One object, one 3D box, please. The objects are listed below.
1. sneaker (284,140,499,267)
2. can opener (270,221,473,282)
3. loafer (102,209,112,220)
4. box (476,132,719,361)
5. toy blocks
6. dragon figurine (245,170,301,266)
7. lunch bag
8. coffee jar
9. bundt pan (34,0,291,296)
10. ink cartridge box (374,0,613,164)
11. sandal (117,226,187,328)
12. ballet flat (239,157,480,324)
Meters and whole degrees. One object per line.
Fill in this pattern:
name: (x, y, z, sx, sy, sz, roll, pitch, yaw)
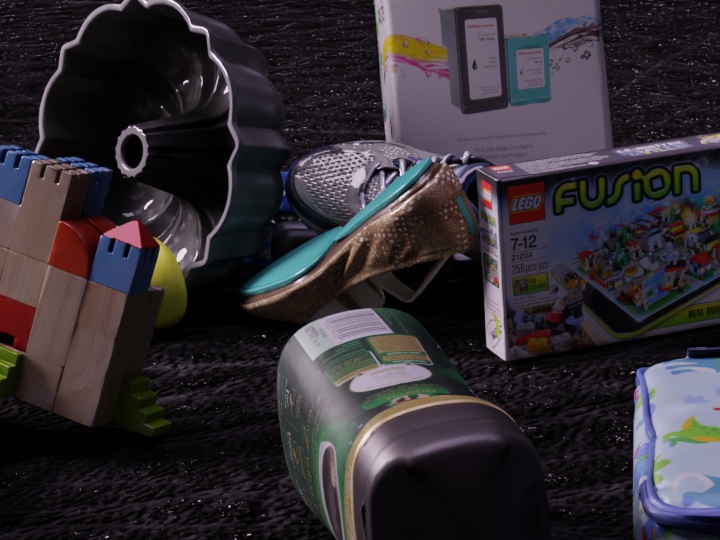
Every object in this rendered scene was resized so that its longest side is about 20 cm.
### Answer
sneaker: (0.051, -0.046, 1.575, 0.198, 0.078, 0.085, 11, -15, 3)
can opener: (0.043, -0.028, 1.643, 0.198, 0.067, 0.053, 1, 11, -7)
loafer: (-0.249, -0.022, 1.693, 0.199, 0.076, 0.069, -14, 14, -31)
box: (0.168, -0.018, 1.500, 0.199, 0.111, 0.035, -10, 17, -16)
toy blocks: (-0.183, -0.006, 1.395, 0.199, 0.138, 0.100, 20, 10, 18)
dragon figurine: (-0.056, -0.038, 1.725, 0.099, 0.059, 0.200, -13, 17, -28)
lunch bag: (0.201, 0.098, 1.140, 0.159, 0.083, 0.200, 0, 17, 7)
coffee jar: (0.023, 0.091, 1.166, 0.085, 0.105, 0.200, -10, 17, -11)
bundt pan: (-0.120, -0.075, 1.645, 0.201, 0.204, 0.075, 11, 7, 44)
ink cartridge box: (0.087, -0.139, 1.732, 0.145, 0.202, 0.147, -5, 2, -2)
sandal: (-0.207, -0.007, 1.588, 0.199, 0.080, 0.087, 21, 37, 31)
ballet flat: (0.000, 0.000, 1.538, 0.200, 0.065, 0.071, -31, 13, 49)
